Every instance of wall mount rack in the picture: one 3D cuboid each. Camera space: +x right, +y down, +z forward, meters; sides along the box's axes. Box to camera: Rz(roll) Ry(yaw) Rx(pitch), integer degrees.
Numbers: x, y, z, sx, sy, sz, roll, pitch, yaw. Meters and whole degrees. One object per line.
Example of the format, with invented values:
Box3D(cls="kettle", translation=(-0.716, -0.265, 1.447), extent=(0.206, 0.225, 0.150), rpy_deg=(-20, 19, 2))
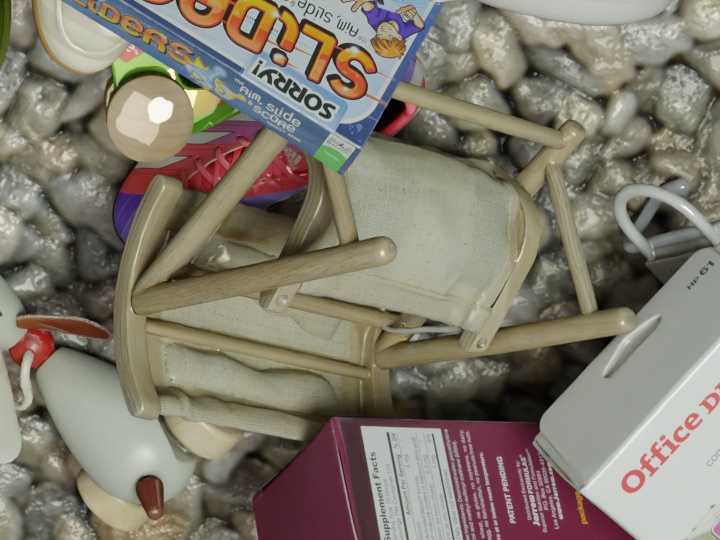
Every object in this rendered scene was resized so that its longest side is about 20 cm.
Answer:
Box3D(cls="wall mount rack", translation=(0.242, -0.003, 1.440), extent=(0.200, 0.174, 0.075), rpy_deg=(45, 61, -18))

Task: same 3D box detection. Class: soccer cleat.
Box3D(cls="soccer cleat", translation=(-0.053, -0.065, 1.444), extent=(0.200, 0.073, 0.068), rpy_deg=(-29, 110, 10))

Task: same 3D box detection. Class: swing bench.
Box3D(cls="swing bench", translation=(0.000, 0.000, 1.394), extent=(0.199, 0.130, 0.200), rpy_deg=(14, 144, -44))

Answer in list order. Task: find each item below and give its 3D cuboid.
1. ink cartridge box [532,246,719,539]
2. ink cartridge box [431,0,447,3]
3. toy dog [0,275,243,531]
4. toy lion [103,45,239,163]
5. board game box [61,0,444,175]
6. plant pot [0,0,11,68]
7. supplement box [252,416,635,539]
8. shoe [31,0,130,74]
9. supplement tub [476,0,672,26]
Box3D(cls="ink cartridge box", translation=(0.214, 0.106, 1.394), extent=(0.200, 0.085, 0.145), rpy_deg=(40, 94, -22))
Box3D(cls="ink cartridge box", translation=(0.065, -0.246, 1.232), extent=(0.145, 0.087, 0.200), rpy_deg=(-27, 87, 30))
Box3D(cls="toy dog", translation=(-0.165, 0.081, 1.488), extent=(0.200, 0.096, 0.132), rpy_deg=(20, 110, -10))
Box3D(cls="toy lion", translation=(-0.088, -0.186, 1.400), extent=(0.191, 0.069, 0.200), rpy_deg=(-29, 106, 1))
Box3D(cls="board game box", translation=(-0.060, -0.154, 1.269), extent=(0.200, 0.136, 0.034), rpy_deg=(31, 153, -6))
Box3D(cls="plant pot", translation=(-0.289, -0.109, 1.352), extent=(0.200, 0.193, 0.201), rpy_deg=(-1, 113, -2))
Box3D(cls="supplement box", translation=(0.055, 0.143, 1.462), extent=(0.200, 0.086, 0.110), rpy_deg=(3, 151, -29))
Box3D(cls="shoe", translation=(-0.120, -0.197, 1.335), extent=(0.070, 0.053, 0.200), rpy_deg=(16, 95, -14))
Box3D(cls="supplement tub", translation=(0.113, -0.238, 1.343), extent=(0.140, 0.140, 0.200), rpy_deg=(8, 112, -6))
